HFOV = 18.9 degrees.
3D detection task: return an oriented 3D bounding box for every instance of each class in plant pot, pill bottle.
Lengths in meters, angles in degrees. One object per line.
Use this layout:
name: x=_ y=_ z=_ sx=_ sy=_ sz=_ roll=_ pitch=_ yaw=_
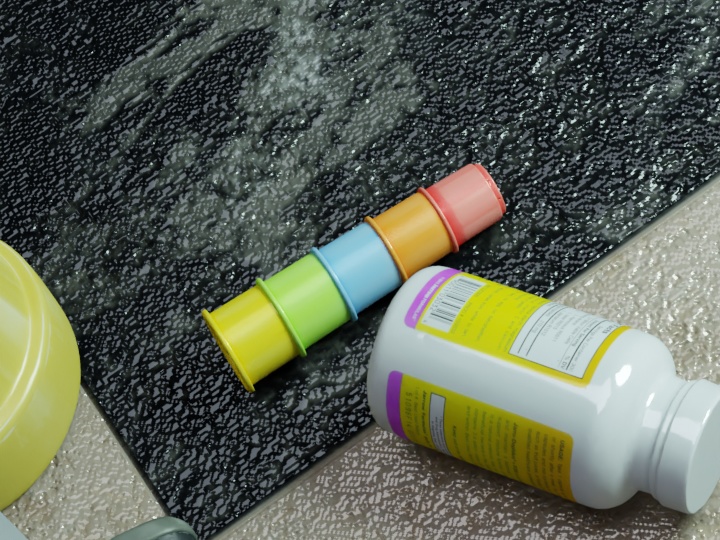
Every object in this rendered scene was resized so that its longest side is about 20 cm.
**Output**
plant pot: x=-0.295 y=0.037 z=1.337 sx=0.199 sy=0.189 sz=0.202 roll=-7 pitch=57 yaw=11
pill bottle: x=0.110 y=0.073 z=1.244 sx=0.199 sy=0.105 sz=0.105 roll=19 pitch=66 yaw=26

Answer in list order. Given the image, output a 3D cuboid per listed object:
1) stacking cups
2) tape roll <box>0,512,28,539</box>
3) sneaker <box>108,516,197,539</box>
stacking cups: x=0.000 y=0.000 z=1.350 sx=0.199 sy=0.061 sz=0.061 roll=-31 pitch=55 yaw=-5
tape roll: x=-0.261 y=0.220 z=1.218 sx=0.200 sy=0.066 sz=0.201 roll=-39 pitch=17 yaw=14
sneaker: x=-0.151 y=0.237 z=1.239 sx=0.199 sy=0.076 sz=0.114 roll=-42 pitch=59 yaw=-8
